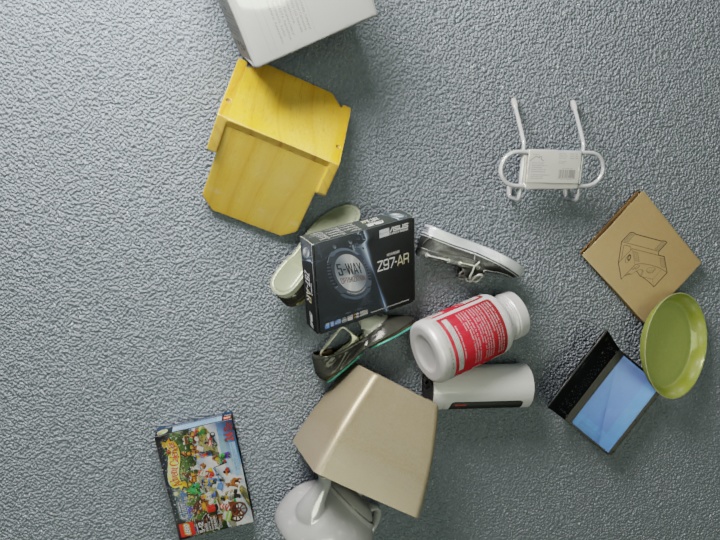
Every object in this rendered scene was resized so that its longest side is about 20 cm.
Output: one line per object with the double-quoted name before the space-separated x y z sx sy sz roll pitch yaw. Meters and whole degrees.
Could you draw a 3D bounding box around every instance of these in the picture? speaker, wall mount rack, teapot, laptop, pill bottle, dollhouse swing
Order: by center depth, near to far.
"dollhouse swing" -0.146 -0.195 1.096 0.197 0.176 0.184 19 55 -13
"teapot" -0.043 0.437 1.167 0.197 0.200 0.146 44 80 -4
"wall mount rack" 0.327 -0.210 1.169 0.196 0.075 0.177 -1 104 -11
"pill bottle" 0.195 0.110 1.170 0.197 0.112 0.114 -20 105 -21
"speaker" 0.213 0.212 1.220 0.196 0.081 0.083 1 101 -12
"laptop" 0.467 0.236 1.258 0.178 0.103 0.200 -52 143 1

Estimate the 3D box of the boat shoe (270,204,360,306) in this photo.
"boat shoe" -0.070 -0.026 1.130 0.201 0.071 0.061 -47 147 -11

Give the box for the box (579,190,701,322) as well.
"box" 0.534 -0.023 1.267 0.200 0.021 0.164 43 91 -16

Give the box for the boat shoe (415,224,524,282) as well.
"boat shoe" 0.192 -0.015 1.174 0.197 0.074 0.069 21 92 -14

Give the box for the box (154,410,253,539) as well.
"box" -0.273 0.362 1.175 0.134 0.038 0.203 -12 103 -9

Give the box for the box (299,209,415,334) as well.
"box" 0.000 0.000 1.108 0.197 0.043 0.163 -16 118 -28

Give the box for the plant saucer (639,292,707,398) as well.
"plant saucer" 0.597 0.143 1.280 0.197 0.031 0.204 -2 93 -31

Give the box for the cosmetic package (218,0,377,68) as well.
"cosmetic package" -0.109 -0.423 0.973 0.198 0.168 0.168 -25 119 -6

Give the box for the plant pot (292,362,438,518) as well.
"plant pot" 0.023 0.274 1.145 0.198 0.200 0.179 28 84 -15

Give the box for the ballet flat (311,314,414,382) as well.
"ballet flat" -0.001 0.119 1.169 0.198 0.068 0.069 -33 96 -4
